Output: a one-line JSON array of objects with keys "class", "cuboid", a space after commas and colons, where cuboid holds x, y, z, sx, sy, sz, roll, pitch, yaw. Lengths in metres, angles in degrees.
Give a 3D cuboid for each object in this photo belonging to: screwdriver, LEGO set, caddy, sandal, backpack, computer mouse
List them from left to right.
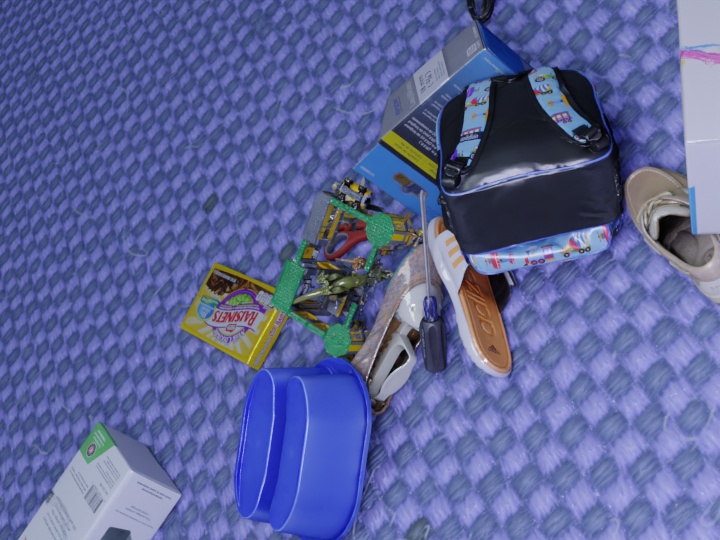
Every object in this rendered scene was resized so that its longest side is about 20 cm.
[{"class": "caddy", "cuboid": [-0.052, 0.189, 1.497, 0.141, 0.105, 0.200, 7, 89, 54]}, {"class": "LEGO set", "cuboid": [0.000, 0.000, 1.601, 0.154, 0.116, 0.200, 20, 100, 35]}, {"class": "screwdriver", "cuboid": [0.070, 0.011, 1.461, 0.028, 0.200, 0.029, -4, 18, 3]}, {"class": "sandal", "cuboid": [0.129, 0.017, 1.450, 0.059, 0.079, 0.207, -43, 44, 28]}, {"class": "computer mouse", "cuboid": [0.176, -0.394, 1.779, 0.059, 0.034, 0.200, 9, 74, 36]}, {"class": "backpack", "cuboid": [0.165, -0.112, 1.424, 0.182, 0.135, 0.200, -14, 36, 9]}]

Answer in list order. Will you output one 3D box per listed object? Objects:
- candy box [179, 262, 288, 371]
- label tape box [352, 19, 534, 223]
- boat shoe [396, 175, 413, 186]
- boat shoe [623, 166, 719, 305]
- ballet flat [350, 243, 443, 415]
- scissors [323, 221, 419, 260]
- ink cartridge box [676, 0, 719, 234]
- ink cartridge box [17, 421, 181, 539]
[{"class": "candy box", "cuboid": [-0.158, 0.056, 1.823, 0.200, 0.026, 0.102, 20, 82, 56]}, {"class": "label tape box", "cuboid": [0.104, -0.157, 1.560, 0.200, 0.144, 0.063, -40, 37, 24]}, {"class": "boat shoe", "cuboid": [0.104, -0.169, 1.647, 0.200, 0.069, 0.071, -53, 51, 41]}, {"class": "boat shoe", "cuboid": [0.289, -0.045, 1.304, 0.072, 0.065, 0.200, -46, 35, 15]}, {"class": "ballet flat", "cuboid": [0.048, 0.068, 1.524, 0.067, 0.068, 0.200, 36, 102, 53]}, {"class": "scissors", "cuboid": [0.022, -0.055, 1.697, 0.200, 0.014, 0.073, -12, 51, 49]}, {"class": "ink cartridge box", "cuboid": [0.341, -0.150, 1.231, 0.125, 0.129, 0.200, -4, 53, 13]}, {"class": "ink cartridge box", "cuboid": [-0.330, 0.312, 1.773, 0.200, 0.084, 0.146, -55, 33, 2]}]
